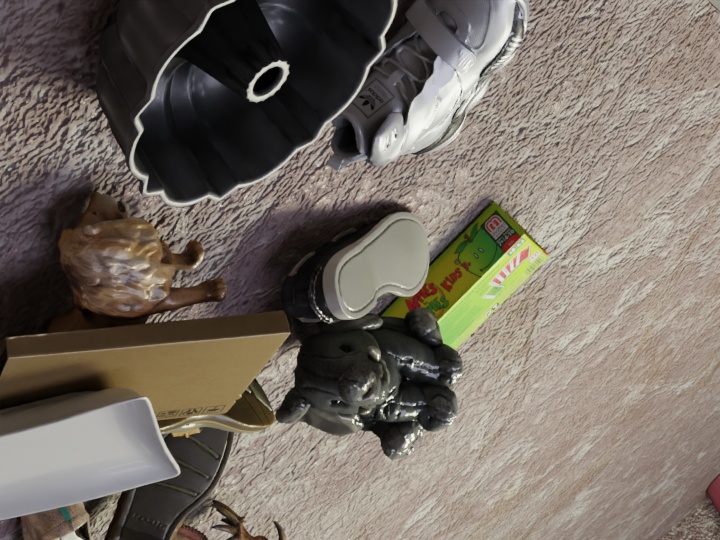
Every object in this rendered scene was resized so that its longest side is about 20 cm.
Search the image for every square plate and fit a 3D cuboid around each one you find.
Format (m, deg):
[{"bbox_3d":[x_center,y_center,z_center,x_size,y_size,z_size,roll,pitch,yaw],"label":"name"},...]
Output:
[{"bbox_3d":[-0.238,0.135,1.182,0.198,0.029,0.199,-13,158,-4],"label":"square plate"}]

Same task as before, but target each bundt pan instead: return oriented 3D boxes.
[{"bbox_3d":[-0.077,-0.137,0.986,0.201,0.076,0.203,-35,156,-18],"label":"bundt pan"}]

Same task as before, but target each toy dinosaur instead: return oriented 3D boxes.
[{"bbox_3d":[-0.169,0.278,1.588,0.199,0.086,0.136,25,102,-49],"label":"toy dinosaur"}]

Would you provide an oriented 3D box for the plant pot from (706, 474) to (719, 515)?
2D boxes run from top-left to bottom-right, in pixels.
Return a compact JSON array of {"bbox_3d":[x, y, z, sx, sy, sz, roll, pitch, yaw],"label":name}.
[{"bbox_3d":[0.855,0.505,3.551,0.199,0.179,0.201,-35,156,-18],"label":"plant pot"}]

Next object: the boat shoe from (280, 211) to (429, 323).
[{"bbox_3d":[0.000,0.000,1.382,0.060,0.075,0.200,-7,-166,28],"label":"boat shoe"}]

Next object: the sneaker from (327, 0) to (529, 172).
[{"bbox_3d":[0.042,-0.145,1.168,0.114,0.075,0.201,-27,157,-39],"label":"sneaker"}]

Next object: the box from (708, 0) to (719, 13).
[{"bbox_3d":[0.398,-0.243,1.418,0.131,0.199,0.200,-46,158,10],"label":"box"}]

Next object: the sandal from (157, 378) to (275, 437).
[{"bbox_3d":[-0.146,0.105,1.320,0.054,0.081,0.199,-35,161,30],"label":"sandal"}]

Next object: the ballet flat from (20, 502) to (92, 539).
[{"bbox_3d":[-0.253,0.240,1.388,0.068,0.067,0.201,-33,156,-20],"label":"ballet flat"}]

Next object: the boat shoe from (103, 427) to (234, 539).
[{"bbox_3d":[-0.178,0.194,1.442,0.201,0.072,0.068,-58,-164,6],"label":"boat shoe"}]

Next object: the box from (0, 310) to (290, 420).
[{"bbox_3d":[-0.165,0.074,1.152,0.198,0.021,0.164,-4,157,-24],"label":"box"}]

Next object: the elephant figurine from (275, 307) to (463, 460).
[{"bbox_3d":[-0.013,0.082,1.398,0.155,0.143,0.199,-36,153,29],"label":"elephant figurine"}]

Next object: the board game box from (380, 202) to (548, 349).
[{"bbox_3d":[0.087,0.031,1.598,0.200,0.048,0.101,-45,157,6],"label":"board game box"}]

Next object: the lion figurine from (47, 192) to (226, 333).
[{"bbox_3d":[-0.174,0.028,1.135,0.121,0.073,0.201,-7,146,-38],"label":"lion figurine"}]
